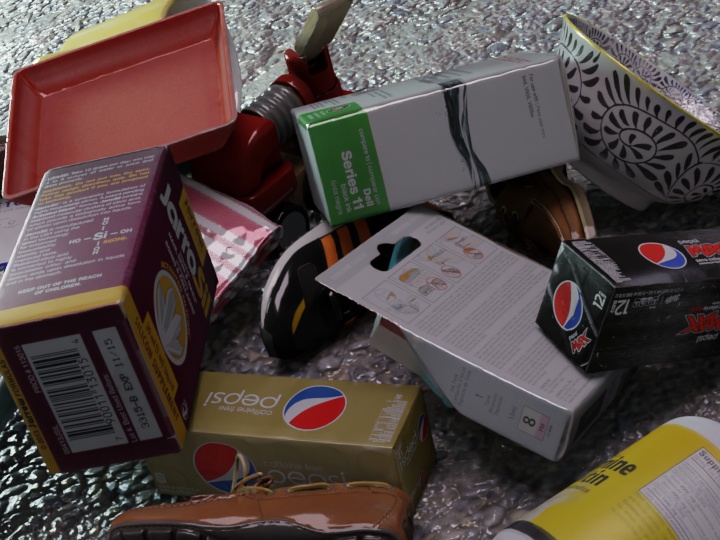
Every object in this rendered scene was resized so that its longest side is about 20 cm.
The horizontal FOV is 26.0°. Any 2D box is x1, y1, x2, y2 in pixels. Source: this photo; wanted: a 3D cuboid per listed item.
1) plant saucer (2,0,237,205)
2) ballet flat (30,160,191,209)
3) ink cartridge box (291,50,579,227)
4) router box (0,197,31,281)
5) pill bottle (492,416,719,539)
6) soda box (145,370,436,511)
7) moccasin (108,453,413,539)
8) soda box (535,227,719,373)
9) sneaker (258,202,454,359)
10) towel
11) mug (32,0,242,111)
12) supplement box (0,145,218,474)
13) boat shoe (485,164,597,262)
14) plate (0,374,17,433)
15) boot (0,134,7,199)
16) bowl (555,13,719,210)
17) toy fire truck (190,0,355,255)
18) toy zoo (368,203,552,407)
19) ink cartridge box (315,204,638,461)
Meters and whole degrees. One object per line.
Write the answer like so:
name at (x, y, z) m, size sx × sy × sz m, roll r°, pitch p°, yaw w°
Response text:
plant saucer at (-0.196, -0.134, 1.304) m, size 0.198 × 0.037 × 0.200 m, roll -19°, pitch 39°, yaw 5°
ballet flat at (-0.203, -0.096, 1.349) m, size 0.199 × 0.076 × 0.064 m, roll -31°, pitch 30°, yaw -26°
ink cartridge box at (0.055, -0.106, 1.209) m, size 0.198 × 0.084 × 0.147 m, roll -15°, pitch 11°, yaw -4°
router box at (-0.248, -0.009, 1.348) m, size 0.198 × 0.049 × 0.180 m, roll -11°, pitch 35°, yaw 5°
pill bottle at (0.180, 0.156, 0.914) m, size 0.199 × 0.113 × 0.112 m, roll -29°, pitch 37°, yaw -21°
soda box at (-0.052, 0.119, 1.085) m, size 0.198 × 0.068 × 0.064 m, roll 3°, pitch 38°, yaw 23°
moccasin at (-0.065, 0.167, 1.020) m, size 0.199 × 0.074 × 0.078 m, roll -10°, pitch 29°, yaw 9°
soda box at (0.221, 0.017, 1.064) m, size 0.198 × 0.071 × 0.063 m, roll -4°, pitch 34°, yaw -31°
sneaker at (0.000, 0.000, 1.229) m, size 0.089 × 0.070 × 0.200 m, roll 8°, pitch 39°, yaw 34°
towel at (-0.173, 0.010, 1.241) m, size 0.146 × 0.030 × 0.200 m, roll 29°, pitch 67°, yaw 24°
mug at (-0.223, -0.193, 1.495) m, size 0.152 × 0.187 × 0.151 m, roll -6°, pitch 55°, yaw 26°
supplement box at (-0.175, 0.024, 1.094) m, size 0.102 × 0.132 × 0.201 m, roll -12°, pitch 34°, yaw 11°
boat shoe at (0.143, -0.039, 1.240) m, size 0.067 × 0.073 × 0.200 m, roll -14°, pitch 23°, yaw -1°
plate at (-0.279, 0.112, 1.129) m, size 0.201 × 0.025 × 0.200 m, roll -50°, pitch 14°, yaw 18°
boot at (-0.324, -0.108, 1.396) m, size 0.165 × 0.200 × 0.073 m, roll -17°, pitch 74°, yaw 26°
bowl at (0.221, -0.111, 1.256) m, size 0.095 × 0.200 × 0.201 m, roll -56°, pitch 32°, yaw 17°
toy fire truck at (-0.061, -0.134, 1.323) m, size 0.128 × 0.201 × 0.176 m, roll 17°, pitch 45°, yaw 37°
toy zoo at (0.077, 0.034, 1.124) m, size 0.130 × 0.021 × 0.201 m, roll 26°, pitch 34°, yaw -7°
ink cartridge box at (0.086, 0.038, 1.082) m, size 0.199 × 0.058 × 0.162 m, roll 23°, pitch 31°, yaw 21°
